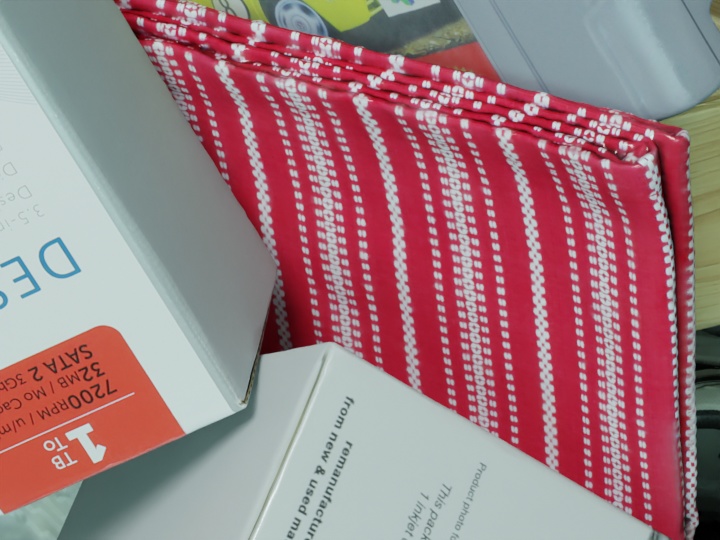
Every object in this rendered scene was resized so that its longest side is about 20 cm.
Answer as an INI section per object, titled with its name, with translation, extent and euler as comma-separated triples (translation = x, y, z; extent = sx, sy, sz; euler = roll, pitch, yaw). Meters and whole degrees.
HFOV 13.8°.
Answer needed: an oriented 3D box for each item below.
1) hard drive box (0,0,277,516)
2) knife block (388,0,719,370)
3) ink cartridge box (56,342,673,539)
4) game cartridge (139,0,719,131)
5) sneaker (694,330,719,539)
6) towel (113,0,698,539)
[hard drive box]
translation = -0.138, -0.031, 0.783
extent = 0.155, 0.077, 0.201
euler = -25, 114, 18
[knife block]
translation = 0.121, -0.022, 0.869
extent = 0.175, 0.064, 0.201
euler = 27, 113, -10
[ink cartridge box]
translation = 0.026, 0.107, 0.842
extent = 0.199, 0.146, 0.084
euler = 31, 71, -21
[game cartridge]
translation = -0.009, -0.084, 0.807
extent = 0.199, 0.041, 0.134
euler = -13, 114, 44
[sneaker]
translation = 0.146, 0.062, 0.895
extent = 0.198, 0.088, 0.076
euler = -3, 113, 2
[towel]
translation = 0.000, 0.000, 0.829
extent = 0.199, 0.023, 0.145
euler = 16, 132, 26
